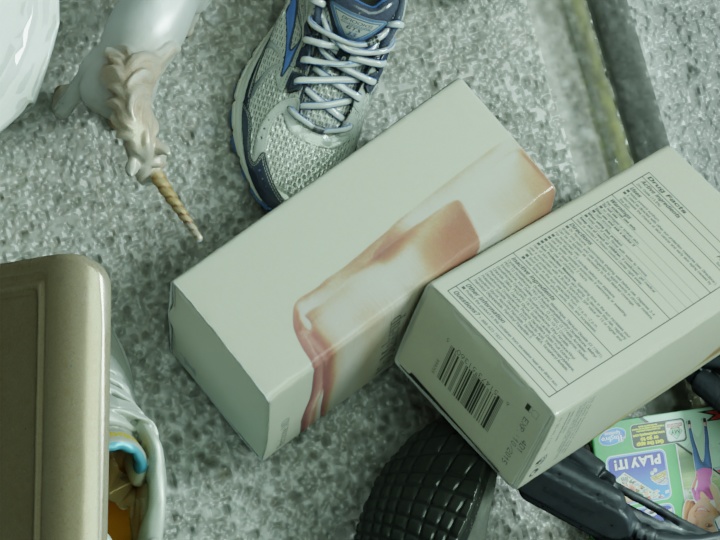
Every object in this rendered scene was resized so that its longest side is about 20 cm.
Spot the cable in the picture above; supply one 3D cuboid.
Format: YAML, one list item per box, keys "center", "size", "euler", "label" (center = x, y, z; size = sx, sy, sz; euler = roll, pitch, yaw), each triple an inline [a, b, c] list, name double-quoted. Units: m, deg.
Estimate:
- center: [0.169, 0.090, 1.451]
  size: [0.199, 0.051, 0.164]
  euler: [25, 52, 6]
  label: "cable"

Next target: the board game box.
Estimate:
- center: [0.228, 0.143, 1.504]
  size: [0.199, 0.029, 0.136]
  euler: [-7, 85, -18]
  label: "board game box"

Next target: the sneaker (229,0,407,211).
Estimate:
- center: [-0.017, -0.127, 1.430]
  size: [0.077, 0.085, 0.201]
  euler: [16, 80, -15]
  label: "sneaker"

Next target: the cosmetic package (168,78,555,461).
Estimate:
- center: [0.000, 0.000, 1.402]
  size: [0.200, 0.103, 0.087]
  euler: [-36, 74, -16]
  label: "cosmetic package"

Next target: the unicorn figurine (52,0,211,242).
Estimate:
- center: [-0.113, -0.113, 1.370]
  size: [0.073, 0.137, 0.201]
  euler: [15, 80, -15]
  label: "unicorn figurine"

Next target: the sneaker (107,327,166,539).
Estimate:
- center: [-0.136, 0.089, 1.339]
  size: [0.076, 0.081, 0.201]
  euler: [9, 49, -27]
  label: "sneaker"

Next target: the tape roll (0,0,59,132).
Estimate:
- center: [-0.260, -0.142, 1.364]
  size: [0.201, 0.071, 0.204]
  euler: [2, 82, -17]
  label: "tape roll"

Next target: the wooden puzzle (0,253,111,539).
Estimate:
- center: [-0.190, 0.092, 1.306]
  size: [0.037, 0.199, 0.187]
  euler: [6, 81, -44]
  label: "wooden puzzle"

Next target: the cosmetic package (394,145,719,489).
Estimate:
- center: [0.127, 0.022, 1.405]
  size: [0.199, 0.071, 0.105]
  euler: [-27, 65, -36]
  label: "cosmetic package"

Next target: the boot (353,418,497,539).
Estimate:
- center: [0.050, 0.190, 1.413]
  size: [0.130, 0.067, 0.201]
  euler: [32, 71, -50]
  label: "boot"
